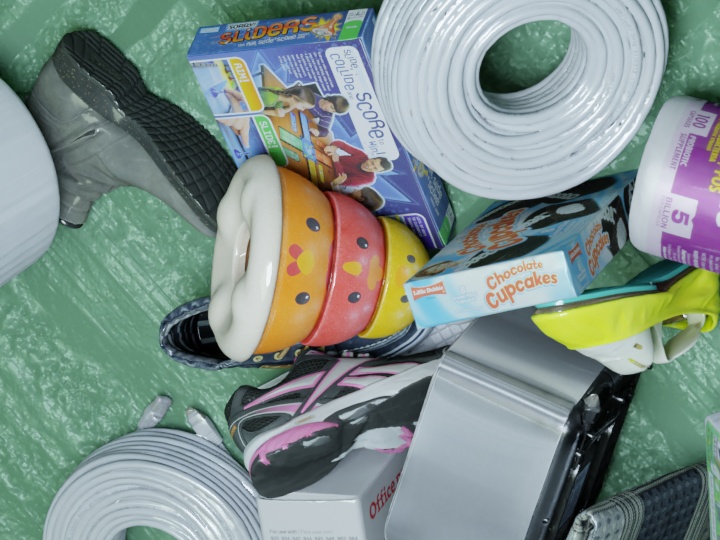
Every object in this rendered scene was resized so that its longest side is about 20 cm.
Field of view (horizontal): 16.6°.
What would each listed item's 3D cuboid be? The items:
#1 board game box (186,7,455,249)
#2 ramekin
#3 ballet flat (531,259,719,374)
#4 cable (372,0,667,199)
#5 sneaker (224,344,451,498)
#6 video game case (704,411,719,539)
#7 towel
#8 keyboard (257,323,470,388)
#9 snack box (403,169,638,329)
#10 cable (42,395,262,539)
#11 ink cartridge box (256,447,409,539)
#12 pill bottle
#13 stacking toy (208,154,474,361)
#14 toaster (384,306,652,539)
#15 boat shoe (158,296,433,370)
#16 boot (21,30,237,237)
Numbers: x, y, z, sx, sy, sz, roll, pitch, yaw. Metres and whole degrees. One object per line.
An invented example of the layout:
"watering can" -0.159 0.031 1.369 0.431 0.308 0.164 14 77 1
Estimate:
"board game box" -0.026 -0.093 1.754 0.135 0.034 0.200 -3 133 22
"ramekin" -0.319 -0.068 1.855 0.200 0.098 0.201 24 130 33
"ballet flat" 0.189 0.034 1.672 0.067 0.200 0.067 -10 94 38
"cable" 0.107 -0.144 1.656 0.200 0.069 0.200 24 113 -29
"sneaker" -0.009 0.085 1.781 0.086 0.200 0.080 52 144 32
"video game case" 0.291 0.224 1.702 0.022 0.182 0.200 -18 126 -14
"towel" 0.181 0.231 1.759 0.035 0.192 0.200 32 118 30
"keyboard" 0.003 0.077 1.864 0.200 0.011 0.056 -28 97 27
"snack box" 0.117 -0.016 1.680 0.116 0.200 0.037 -13 102 24
"cable" -0.153 0.225 1.943 0.200 0.069 0.200 47 118 0
"ink cartridge box" -0.003 0.228 1.841 0.084 0.146 0.200 -1 110 20
"pill bottle" 0.290 -0.042 1.655 0.200 0.112 0.112 16 113 15
"stacking toy" 0.000 0.000 1.750 0.200 0.146 0.146 6 115 -16
"toaster" 0.115 0.120 1.741 0.118 0.181 0.200 23 116 14
"boat shoe" -0.047 0.043 1.818 0.200 0.091 0.071 -8 92 24
"boot" -0.184 -0.075 1.860 0.200 0.068 0.131 46 125 7
